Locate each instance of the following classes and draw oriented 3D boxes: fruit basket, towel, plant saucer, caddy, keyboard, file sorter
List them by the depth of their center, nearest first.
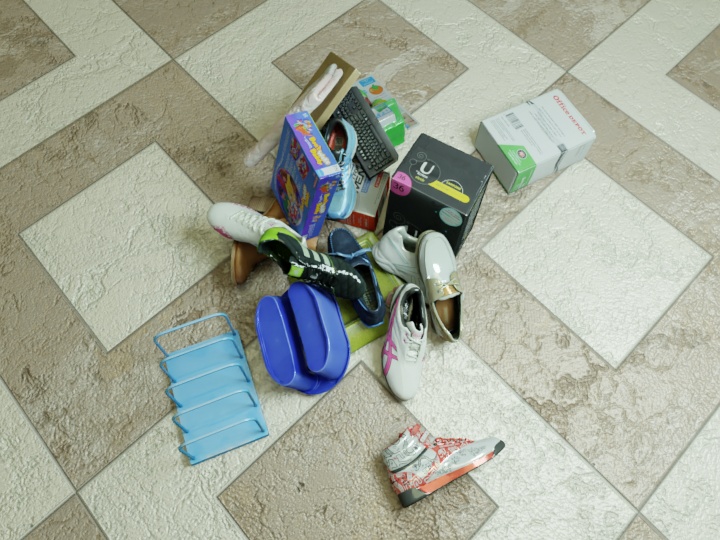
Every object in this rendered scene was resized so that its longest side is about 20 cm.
[{"bbox_3d":[-0.253,0.193,0.998,0.137,0.123,0.202,-18,65,-10],"label":"file sorter"},{"bbox_3d":[-0.098,0.115,1.044,0.140,0.105,0.203,-24,70,17],"label":"caddy"},{"bbox_3d":[-0.010,0.032,1.120,0.198,0.048,0.201,-28,67,-14],"label":"plant saucer"},{"bbox_3d":[-0.125,-0.294,1.123,0.032,0.199,0.192,43,33,-16],"label":"towel"},{"bbox_3d":[-0.019,-0.267,1.190,0.126,0.021,0.202,-33,70,10],"label":"keyboard"},{"bbox_3d":[0.000,-0.335,1.275,0.183,0.094,0.201,-28,65,-13],"label":"fruit basket"}]

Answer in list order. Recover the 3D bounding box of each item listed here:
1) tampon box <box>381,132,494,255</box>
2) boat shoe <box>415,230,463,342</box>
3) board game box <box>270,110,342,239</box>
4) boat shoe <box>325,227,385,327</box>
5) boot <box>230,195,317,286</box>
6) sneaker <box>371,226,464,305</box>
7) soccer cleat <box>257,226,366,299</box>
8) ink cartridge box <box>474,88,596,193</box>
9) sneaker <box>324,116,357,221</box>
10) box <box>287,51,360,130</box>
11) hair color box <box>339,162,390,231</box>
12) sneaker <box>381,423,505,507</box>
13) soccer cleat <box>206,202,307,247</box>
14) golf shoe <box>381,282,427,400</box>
[{"bbox_3d":[0.137,-0.118,1.105,0.148,0.201,0.127,27,61,13],"label":"tampon box"},{"bbox_3d":[0.148,0.029,1.047,0.074,0.068,0.203,-18,109,-9],"label":"boat shoe"},{"bbox_3d":[-0.103,-0.162,1.064,0.044,0.201,0.136,-20,70,-25],"label":"board game box"},{"bbox_3d":[0.000,0.000,1.070,0.083,0.069,0.202,-26,67,-13],"label":"boat shoe"},{"bbox_3d":[-0.160,-0.048,1.152,0.152,0.077,0.203,13,57,1],"label":"boot"},{"bbox_3d":[0.117,-0.002,1.096,0.199,0.080,0.071,35,43,-7],"label":"sneaker"},{"bbox_3d":[-0.084,-0.002,0.996,0.198,0.068,0.081,30,27,1],"label":"soccer cleat"},{"bbox_3d":[0.364,-0.273,1.252,0.197,0.084,0.147,-24,66,-12],"label":"ink cartridge box"},{"bbox_3d":[-0.051,-0.194,1.124,0.077,0.090,0.204,-1,81,9],"label":"sneaker"},{"bbox_3d":[-0.090,-0.344,1.220,0.201,0.021,0.164,-51,35,11],"label":"box"},{"bbox_3d":[-0.049,-0.164,1.207,0.197,0.064,0.112,15,66,8],"label":"hair color box"},{"bbox_3d":[0.133,0.293,0.984,0.199,0.067,0.109,-25,69,-10],"label":"sneaker"},{"bbox_3d":[-0.183,-0.079,1.074,0.197,0.086,0.071,25,69,-3],"label":"soccer cleat"},{"bbox_3d":[0.078,0.123,1.031,0.071,0.092,0.204,1,84,-13],"label":"golf shoe"}]
